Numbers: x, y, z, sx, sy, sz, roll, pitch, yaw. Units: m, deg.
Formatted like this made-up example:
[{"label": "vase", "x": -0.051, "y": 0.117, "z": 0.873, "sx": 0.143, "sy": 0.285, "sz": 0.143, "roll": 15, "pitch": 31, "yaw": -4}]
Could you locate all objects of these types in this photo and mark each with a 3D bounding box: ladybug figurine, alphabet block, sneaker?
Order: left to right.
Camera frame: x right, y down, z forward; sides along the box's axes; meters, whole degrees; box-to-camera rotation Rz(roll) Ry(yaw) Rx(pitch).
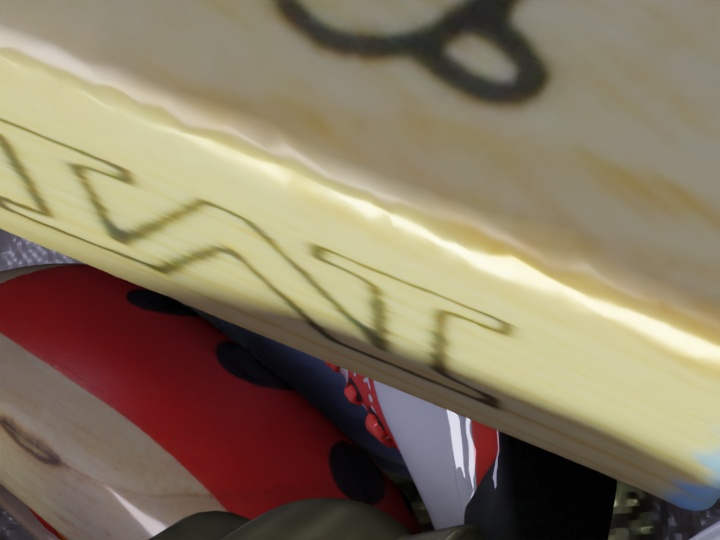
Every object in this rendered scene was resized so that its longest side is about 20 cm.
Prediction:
[{"label": "ladybug figurine", "x": -0.049, "y": 0.059, "z": 0.826, "sx": 0.072, "sy": 0.136, "sz": 0.200, "roll": -47, "pitch": 54, "yaw": -11}, {"label": "sneaker", "x": 0.000, "y": 0.000, "z": 0.791, "sx": 0.108, "sy": 0.067, "sz": 0.202, "roll": -13, "pitch": 80, "yaw": 30}, {"label": "alphabet block", "x": 0.026, "y": -0.079, "z": 0.654, "sx": 0.200, "sy": 0.196, "sz": 0.196, "roll": 21, "pitch": 78, "yaw": 4}]

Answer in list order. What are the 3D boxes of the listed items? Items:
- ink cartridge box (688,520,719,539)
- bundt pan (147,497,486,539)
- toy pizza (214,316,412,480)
[{"label": "ink cartridge box", "x": 0.149, "y": 0.147, "z": 0.727, "sx": 0.145, "sy": 0.083, "sz": 0.200, "roll": -35, "pitch": 72, "yaw": 26}, {"label": "bundt pan", "x": 0.001, "y": 0.141, "z": 0.708, "sx": 0.201, "sy": 0.076, "sz": 0.202, "roll": 11, "pitch": 116, "yaw": 22}, {"label": "toy pizza", "x": 0.036, "y": -0.040, "z": 0.826, "sx": 0.200, "sy": 0.032, "sz": 0.201, "roll": 0, "pitch": 90, "yaw": 29}]
